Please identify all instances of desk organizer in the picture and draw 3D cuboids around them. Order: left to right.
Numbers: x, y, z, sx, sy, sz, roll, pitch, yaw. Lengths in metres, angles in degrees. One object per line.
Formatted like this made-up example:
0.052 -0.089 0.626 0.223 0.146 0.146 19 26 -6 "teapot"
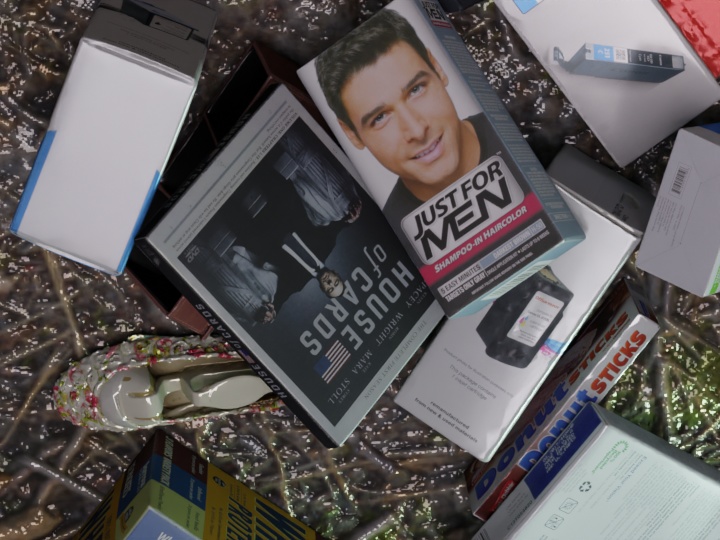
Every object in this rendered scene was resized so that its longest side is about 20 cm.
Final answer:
-0.094 -0.058 1.651 0.077 0.072 0.200 29 107 -26 "desk organizer"

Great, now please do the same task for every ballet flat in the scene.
-0.134 0.084 1.715 0.200 0.064 0.076 -12 112 3 "ballet flat"

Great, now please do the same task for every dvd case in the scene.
-0.038 -0.002 1.544 0.200 0.025 0.150 48 65 -19 "dvd case"

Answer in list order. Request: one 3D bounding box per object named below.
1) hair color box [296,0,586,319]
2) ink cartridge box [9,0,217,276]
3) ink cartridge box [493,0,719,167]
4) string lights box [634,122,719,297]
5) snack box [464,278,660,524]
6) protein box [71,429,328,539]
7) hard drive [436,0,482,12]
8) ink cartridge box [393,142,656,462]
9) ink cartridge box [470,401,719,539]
0.054 -0.078 1.553 0.099 0.061 0.200 -35 80 19 "hair color box"
-0.165 -0.104 1.570 0.086 0.200 0.147 21 108 -8 "ink cartridge box"
0.197 -0.202 1.631 0.176 0.045 0.200 -36 108 11 "ink cartridge box"
0.276 -0.051 1.614 0.059 0.200 0.103 27 113 29 "string lights box"
0.149 0.099 1.728 0.024 0.072 0.200 33 106 -15 "snack box"
-0.134 0.272 1.748 0.198 0.135 0.200 35 106 -14 "protein box"
0.073 -0.276 1.534 0.135 0.042 0.200 -25 119 2 "hard drive"
0.120 0.019 1.652 0.083 0.146 0.200 34 106 3 "ink cartridge box"
0.187 0.215 1.742 0.200 0.041 0.200 30 107 -30 "ink cartridge box"
